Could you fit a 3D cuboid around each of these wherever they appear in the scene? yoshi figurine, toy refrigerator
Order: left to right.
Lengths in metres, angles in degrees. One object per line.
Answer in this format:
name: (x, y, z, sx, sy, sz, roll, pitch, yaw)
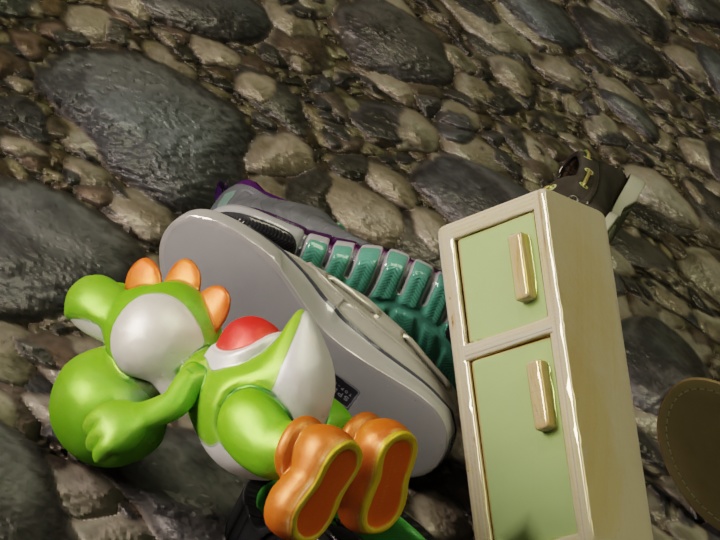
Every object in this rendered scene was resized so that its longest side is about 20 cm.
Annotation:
yoshi figurine: (-0.078, 0.077, 1.086, 0.199, 0.113, 0.112, 30, 57, 33)
toy refrigerator: (0.099, 0.065, 1.227, 0.070, 0.076, 0.202, 19, 59, -49)

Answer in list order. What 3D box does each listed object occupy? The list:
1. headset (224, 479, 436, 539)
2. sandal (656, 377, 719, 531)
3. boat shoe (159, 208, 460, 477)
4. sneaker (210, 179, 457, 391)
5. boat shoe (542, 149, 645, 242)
headset: (0.008, 0.152, 1.089, 0.123, 0.094, 0.200, 17, 23, -27)
sandal: (0.266, 0.141, 1.399, 0.211, 0.078, 0.070, 39, 10, -4)
boat shoe: (-0.024, 0.033, 1.254, 0.199, 0.072, 0.066, 35, 26, 0)
sneaker: (0.000, 0.000, 1.323, 0.199, 0.075, 0.088, 27, 26, -10)
boat shoe: (0.141, -0.030, 1.508, 0.060, 0.072, 0.201, 32, 23, 5)
